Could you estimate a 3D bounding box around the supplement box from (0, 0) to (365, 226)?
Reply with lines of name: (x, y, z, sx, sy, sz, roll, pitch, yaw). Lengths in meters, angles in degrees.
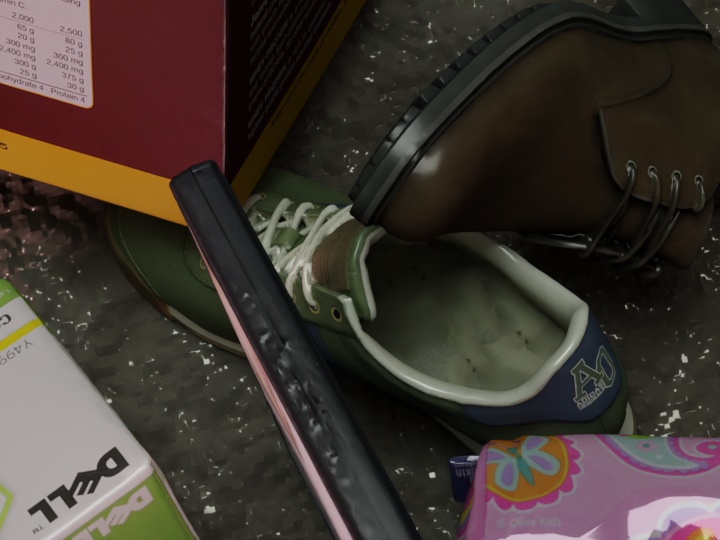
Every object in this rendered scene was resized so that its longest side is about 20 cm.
supplement box: (-0.065, -0.163, 0.926, 0.132, 0.201, 0.198, 17, 47, 13)

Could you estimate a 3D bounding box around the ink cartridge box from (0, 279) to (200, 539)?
ink cartridge box: (-0.108, 0.119, 0.868, 0.147, 0.076, 0.200, -36, 49, -10)

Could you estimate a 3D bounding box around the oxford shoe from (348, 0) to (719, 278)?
oxford shoe: (0.074, -0.037, 0.906, 0.085, 0.073, 0.199, 49, 37, 18)

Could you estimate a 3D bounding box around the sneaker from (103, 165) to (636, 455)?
sneaker: (0.000, 0.000, 0.933, 0.199, 0.090, 0.067, 27, 71, 17)

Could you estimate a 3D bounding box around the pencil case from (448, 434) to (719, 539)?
pencil case: (0.125, 0.096, 0.879, 0.198, 0.088, 0.088, 0, 65, 6)

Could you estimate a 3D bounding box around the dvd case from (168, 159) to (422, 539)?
dvd case: (-0.002, 0.068, 0.840, 0.017, 0.200, 0.143, -28, 64, -4)
